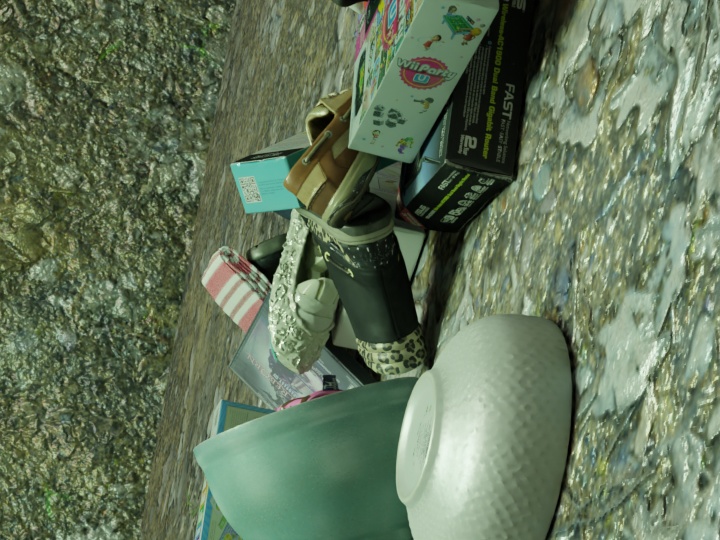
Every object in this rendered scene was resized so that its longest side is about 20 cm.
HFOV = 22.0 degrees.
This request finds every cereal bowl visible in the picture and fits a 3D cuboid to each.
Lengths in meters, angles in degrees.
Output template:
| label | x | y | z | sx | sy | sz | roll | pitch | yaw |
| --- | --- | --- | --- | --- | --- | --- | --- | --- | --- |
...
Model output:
| label | x | y | z | sx | sy | sz | roll | pitch | yaw |
| --- | --- | --- | --- | --- | --- | --- | --- | --- | --- |
| cereal bowl | 0.077 | 0.124 | 1.311 | 0.200 | 0.083 | 0.201 | -167 | 90 | -79 |

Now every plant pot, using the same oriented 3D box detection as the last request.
| label | x | y | z | sx | sy | sz | roll | pitch | yaw |
| --- | --- | --- | --- | --- | --- | --- | --- | --- | --- |
| plant pot | -0.026 | 0.184 | 1.550 | 0.200 | 0.200 | 0.135 | 134 | 120 | -70 |

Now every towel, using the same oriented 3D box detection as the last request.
| label | x | y | z | sx | sy | sz | roll | pitch | yaw |
| --- | --- | --- | --- | --- | --- | --- | --- | --- | --- |
| towel | -0.088 | 0.059 | 1.961 | 0.030 | 0.200 | 0.146 | -44 | 1 | -19 |

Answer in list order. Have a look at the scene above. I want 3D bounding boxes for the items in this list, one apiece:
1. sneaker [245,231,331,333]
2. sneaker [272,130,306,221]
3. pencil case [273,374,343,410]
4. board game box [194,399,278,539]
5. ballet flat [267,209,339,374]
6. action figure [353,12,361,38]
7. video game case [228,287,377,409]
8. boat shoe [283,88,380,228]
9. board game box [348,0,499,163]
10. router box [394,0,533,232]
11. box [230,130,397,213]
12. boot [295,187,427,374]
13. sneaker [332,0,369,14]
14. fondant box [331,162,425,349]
| label | x | y | z | sx | sy | sz | roll | pitch | yaw |
| --- | --- | --- | --- | --- | --- | --- | --- | --- | --- |
| sneaker | -0.059 | 0.020 | 1.981 | 0.199 | 0.076 | 0.115 | 39 | -149 | -73 |
| sneaker | -0.053 | -0.115 | 1.896 | 0.200 | 0.082 | 0.070 | 121 | 160 | -49 |
| pencil case | -0.061 | 0.165 | 1.854 | 0.200 | 0.093 | 0.091 | 149 | 125 | -65 |
| board game box | -0.077 | 0.225 | 1.652 | 0.034 | 0.134 | 0.201 | 124 | 156 | -62 |
| ballet flat | -0.045 | -0.001 | 1.798 | 0.072 | 0.072 | 0.201 | 128 | 151 | -66 |
| action figure | 0.083 | -0.295 | 1.763 | 0.200 | 0.104 | 0.194 | -42 | 38 | 29 |
| video game case | -0.062 | 0.107 | 1.909 | 0.019 | 0.143 | 0.200 | -41 | -8 | -29 |
| boat shoe | -0.009 | -0.124 | 1.601 | 0.076 | 0.074 | 0.200 | -59 | 4 | 45 |
| board game box | 0.051 | -0.208 | 1.510 | 0.200 | 0.064 | 0.148 | 120 | 158 | -51 |
| router box | 0.088 | -0.149 | 1.577 | 0.150 | 0.062 | 0.201 | 133 | 146 | -67 |
| box | -0.016 | -0.110 | 1.697 | 0.082 | 0.200 | 0.049 | -3 | 109 | 49 |
| boot | -0.001 | 0.001 | 1.686 | 0.204 | 0.073 | 0.154 | -136 | 29 | -71 |
| sneaker | -0.021 | -0.279 | 1.628 | 0.067 | 0.108 | 0.201 | -52 | -9 | 12 |
| fondant box | 0.011 | -0.032 | 1.855 | 0.200 | 0.058 | 0.145 | -99 | 23 | -58 |
